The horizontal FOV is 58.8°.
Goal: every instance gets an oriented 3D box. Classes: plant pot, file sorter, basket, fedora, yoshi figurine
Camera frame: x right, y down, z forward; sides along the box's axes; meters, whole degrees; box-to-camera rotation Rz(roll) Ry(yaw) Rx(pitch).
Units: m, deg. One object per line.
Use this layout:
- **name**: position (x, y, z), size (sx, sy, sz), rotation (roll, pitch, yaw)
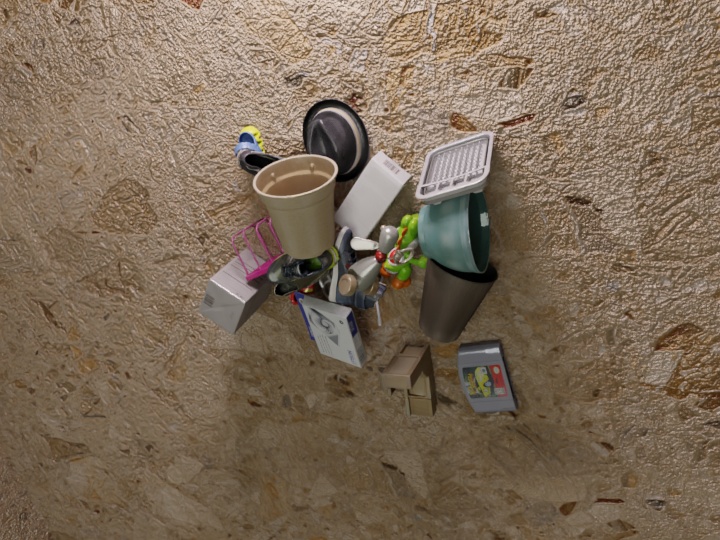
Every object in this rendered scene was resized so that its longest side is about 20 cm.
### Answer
- **plant pot**: position (0.208, -0.093, 1.450), size (0.131, 0.201, 0.205), rotation (-3, 113, 24)
- **file sorter**: position (-0.220, -0.083, 1.680), size (0.196, 0.139, 0.128), rotation (-20, 102, 30)
- **basket**: position (0.219, 0.063, 1.564), size (0.176, 0.137, 0.204), rotation (20, 124, 5)
- **fedora**: position (-0.073, -0.302, 1.534), size (0.195, 0.092, 0.206), rotation (10, 117, 19)
- **plant pot**: position (-0.134, -0.139, 1.487), size (0.195, 0.202, 0.187), rotation (5, 128, 21)
- **yoshi figurine**: position (0.118, -0.059, 1.576), size (0.109, 0.114, 0.203), rotation (9, 133, -8)

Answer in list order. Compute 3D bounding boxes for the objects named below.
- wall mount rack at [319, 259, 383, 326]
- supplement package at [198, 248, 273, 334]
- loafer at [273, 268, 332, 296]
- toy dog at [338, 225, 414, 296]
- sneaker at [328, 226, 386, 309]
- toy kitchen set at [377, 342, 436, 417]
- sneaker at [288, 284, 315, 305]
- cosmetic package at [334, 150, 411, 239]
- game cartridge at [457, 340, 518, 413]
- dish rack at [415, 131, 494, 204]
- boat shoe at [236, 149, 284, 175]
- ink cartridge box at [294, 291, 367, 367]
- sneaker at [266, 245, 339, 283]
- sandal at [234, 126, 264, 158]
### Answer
- **wall mount rack**: position (-0.020, 0.072, 1.703), size (0.197, 0.075, 0.177), rotation (-20, 106, 31)
- **supplement package**: position (-0.332, 0.054, 1.754), size (0.118, 0.200, 0.123), rotation (31, 122, 5)
- **loafer**: position (-0.147, 0.017, 1.638), size (0.198, 0.070, 0.076), rotation (-33, 104, 27)
- **toy dog**: position (0.018, -0.029, 1.485), size (0.200, 0.131, 0.097), rotation (-44, 53, 12)
- **sneaker**: position (0.001, 0.000, 1.579), size (0.143, 0.077, 0.207), rotation (16, 118, 19)
- **toy kitchen set**: position (0.097, 0.321, 1.708), size (0.159, 0.180, 0.205), rotation (0, 110, 24)
- **sneaker**: position (-0.139, 0.021, 1.717), size (0.201, 0.076, 0.086), rotation (-52, 56, 42)
- **cosmetic package**: position (0.026, -0.177, 1.565), size (0.101, 0.071, 0.201), rotation (38, 123, 1)
- **game cartridge**: position (0.328, 0.284, 1.677), size (0.130, 0.041, 0.204), rotation (-9, 110, 31)
- **dish rack**: position (0.214, -0.218, 1.399), size (0.168, 0.203, 0.044), rotation (-15, 127, 29)
- **boat shoe**: position (-0.211, -0.248, 1.590), size (0.196, 0.063, 0.074), rotation (18, 92, -22)
- **ink cartridge box**: position (-0.089, 0.157, 1.704), size (0.196, 0.041, 0.203), rotation (15, 139, 32)
- **sneaker**: position (-0.150, -0.012, 1.547), size (0.196, 0.081, 0.075), rotation (-19, 99, 24)
- **sandal**: position (-0.263, -0.265, 1.641), size (0.078, 0.087, 0.202), rotation (-28, 103, 29)
